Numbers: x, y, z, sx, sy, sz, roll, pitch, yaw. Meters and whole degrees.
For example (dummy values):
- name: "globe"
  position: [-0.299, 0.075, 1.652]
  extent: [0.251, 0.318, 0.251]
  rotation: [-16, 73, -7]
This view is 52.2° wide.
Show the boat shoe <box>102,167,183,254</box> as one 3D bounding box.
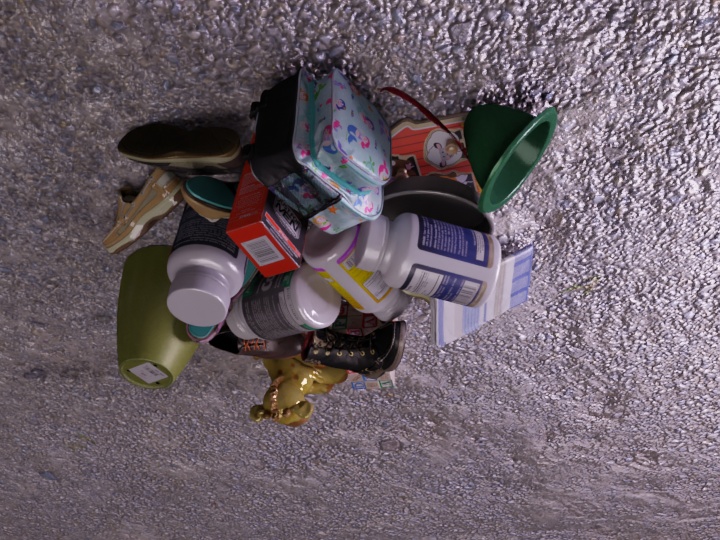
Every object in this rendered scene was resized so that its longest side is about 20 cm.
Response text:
- name: "boat shoe"
  position: [-0.356, -0.101, 1.170]
  extent: [0.199, 0.072, 0.076]
  rotation: [-34, 112, 27]

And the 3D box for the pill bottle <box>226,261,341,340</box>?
- name: "pill bottle"
  position: [-0.138, 0.058, 1.265]
  extent: [0.198, 0.114, 0.113]
  rotation: [-16, 136, 40]

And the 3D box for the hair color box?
- name: "hair color box"
  position: [-0.119, -0.103, 1.030]
  extent: [0.060, 0.202, 0.102]
  rotation: [-15, 136, 23]

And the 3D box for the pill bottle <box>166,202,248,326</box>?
- name: "pill bottle"
  position: [-0.232, -0.022, 1.134]
  extent: [0.118, 0.202, 0.121]
  rotation: [3, 139, 3]

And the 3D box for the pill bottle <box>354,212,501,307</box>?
- name: "pill bottle"
  position: [0.095, -0.021, 1.076]
  extent: [0.197, 0.112, 0.112]
  rotation: [14, 139, -12]

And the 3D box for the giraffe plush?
- name: "giraffe plush"
  position: [-0.131, 0.231, 1.441]
  extent: [0.199, 0.164, 0.172]
  rotation: [32, 133, -29]

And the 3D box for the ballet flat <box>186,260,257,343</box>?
- name: "ballet flat"
  position: [-0.230, 0.032, 1.251]
  extent: [0.069, 0.202, 0.071]
  rotation: [29, 172, 0]

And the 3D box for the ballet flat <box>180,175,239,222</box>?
- name: "ballet flat"
  position: [-0.195, -0.096, 1.071]
  extent: [0.063, 0.069, 0.199]
  rotation: [-46, 162, 27]

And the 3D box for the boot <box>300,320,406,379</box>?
- name: "boot"
  position: [-0.013, 0.128, 1.272]
  extent: [0.148, 0.074, 0.200]
  rotation: [14, 155, -14]

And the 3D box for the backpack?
- name: "backpack"
  position: [-0.040, -0.154, 0.985]
  extent: [0.149, 0.180, 0.200]
  rotation: [-17, 143, 26]

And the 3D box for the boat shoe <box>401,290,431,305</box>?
- name: "boat shoe"
  position: [0.123, 0.013, 1.216]
  extent: [0.063, 0.074, 0.200]
  rotation: [-43, 140, 20]

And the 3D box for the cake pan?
- name: "cake pan"
  position: [0.105, -0.082, 1.120]
  extent: [0.197, 0.037, 0.201]
  rotation: [7, 155, 3]

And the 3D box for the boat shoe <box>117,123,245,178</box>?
- name: "boat shoe"
  position: [-0.255, -0.165, 1.057]
  extent: [0.198, 0.072, 0.066]
  rotation: [4, 144, 20]

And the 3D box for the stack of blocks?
- name: "stack of blocks"
  position: [0.023, 0.147, 1.409]
  extent: [0.113, 0.059, 0.201]
  rotation: [-4, 138, 10]

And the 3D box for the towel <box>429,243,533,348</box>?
- name: "towel"
  position: [0.201, 0.043, 1.230]
  extent: [0.198, 0.024, 0.148]
  rotation: [-26, 141, -15]

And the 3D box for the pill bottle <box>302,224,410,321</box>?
- name: "pill bottle"
  position: [0.000, 0.000, 1.209]
  extent: [0.103, 0.105, 0.200]
  rotation: [-21, 133, 28]

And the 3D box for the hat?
- name: "hat"
  position: [0.153, -0.201, 1.010]
  extent: [0.176, 0.166, 0.200]
  rotation: [40, 170, 19]

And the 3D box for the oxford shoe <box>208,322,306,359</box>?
- name: "oxford shoe"
  position: [-0.190, 0.137, 1.371]
  extent: [0.197, 0.072, 0.072]
  rotation: [0, 101, 24]

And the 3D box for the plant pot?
- name: "plant pot"
  position: [-0.348, 0.095, 1.280]
  extent: [0.184, 0.202, 0.189]
  rotation: [3, 139, 3]

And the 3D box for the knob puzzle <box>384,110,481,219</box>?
- name: "knob puzzle"
  position: [0.090, -0.140, 1.096]
  extent: [0.216, 0.031, 0.221]
  rotation: [3, 139, 3]
